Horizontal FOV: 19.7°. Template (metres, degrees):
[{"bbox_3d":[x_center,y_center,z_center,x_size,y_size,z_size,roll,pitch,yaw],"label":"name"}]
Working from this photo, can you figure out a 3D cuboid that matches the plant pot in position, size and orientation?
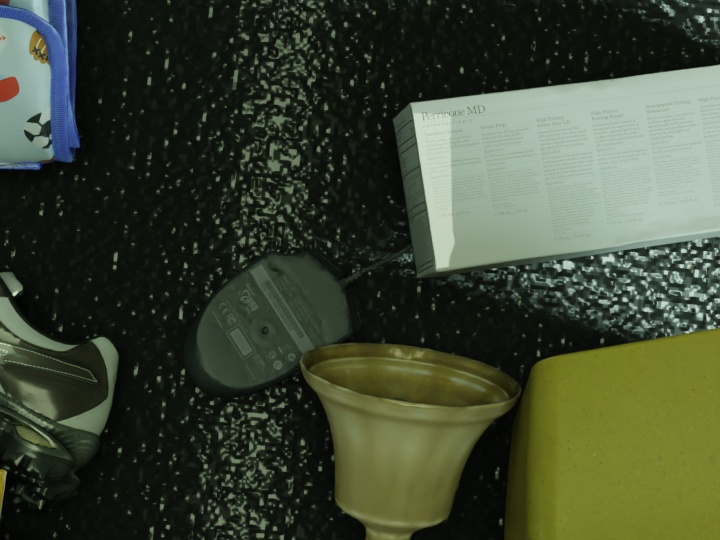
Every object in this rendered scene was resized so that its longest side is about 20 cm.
[{"bbox_3d":[0.155,0.127,0.939,0.200,0.200,0.177,-10,75,-3],"label":"plant pot"}]

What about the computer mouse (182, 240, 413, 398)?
[{"bbox_3d":[0.000,0.000,1.021,0.200,0.034,0.059,-30,88,-11],"label":"computer mouse"}]

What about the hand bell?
[{"bbox_3d":[0.009,0.144,0.982,0.104,0.104,0.200,8,102,-1],"label":"hand bell"}]

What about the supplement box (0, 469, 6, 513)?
[{"bbox_3d":[-0.240,0.206,0.860,0.133,0.197,0.200,12,42,-4],"label":"supplement box"}]

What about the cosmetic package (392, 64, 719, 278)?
[{"bbox_3d":[0.121,-0.050,1.005,0.200,0.051,0.083,-7,87,-11],"label":"cosmetic package"}]

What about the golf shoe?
[{"bbox_3d":[-0.211,0.033,0.995,0.200,0.078,0.095,27,68,-1],"label":"golf shoe"}]

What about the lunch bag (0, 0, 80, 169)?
[{"bbox_3d":[-0.218,-0.146,0.980,0.170,0.124,0.200,0,102,-3],"label":"lunch bag"}]
